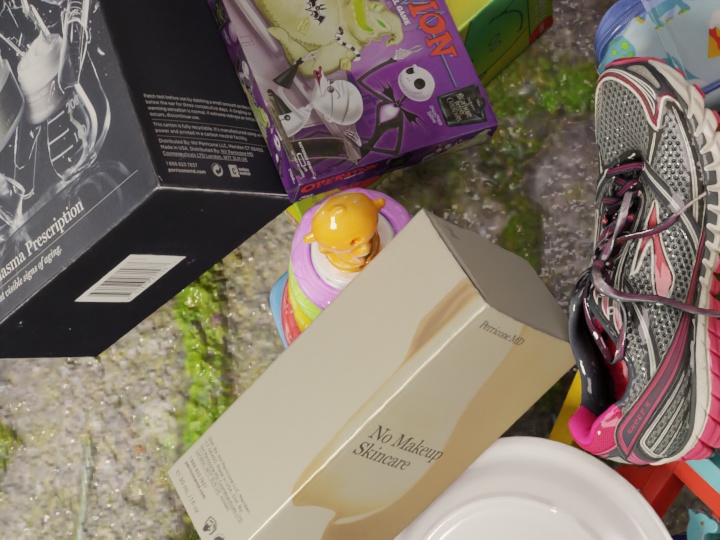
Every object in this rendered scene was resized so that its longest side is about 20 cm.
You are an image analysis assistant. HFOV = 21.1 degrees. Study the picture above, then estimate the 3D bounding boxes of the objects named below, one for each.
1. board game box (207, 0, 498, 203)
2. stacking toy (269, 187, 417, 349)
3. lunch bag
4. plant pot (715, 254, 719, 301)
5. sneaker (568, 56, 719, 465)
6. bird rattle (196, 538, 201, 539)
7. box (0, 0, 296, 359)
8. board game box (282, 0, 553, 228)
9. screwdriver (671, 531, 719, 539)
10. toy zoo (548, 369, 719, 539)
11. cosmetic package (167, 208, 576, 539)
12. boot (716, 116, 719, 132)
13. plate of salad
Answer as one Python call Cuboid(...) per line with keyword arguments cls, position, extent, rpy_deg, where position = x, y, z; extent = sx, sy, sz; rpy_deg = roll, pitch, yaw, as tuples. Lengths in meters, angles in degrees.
Cuboid(cls="board game box", position=(-0.018, -0.145, 1.038), extent=(0.119, 0.032, 0.201), rpy_deg=(-17, 73, -22))
Cuboid(cls="stacking toy", position=(0.000, 0.000, 1.025), extent=(0.115, 0.200, 0.110), rpy_deg=(-25, 70, 0))
Cuboid(cls="lunch bag", position=(0.233, -0.120, 1.043), extent=(0.199, 0.161, 0.083), rpy_deg=(-28, 64, 17))
Cuboid(cls="plant pot", position=(0.283, 0.025, 1.004), extent=(0.189, 0.200, 0.201), rpy_deg=(31, 79, 28))
Cuboid(cls="sneaker", position=(0.138, -0.006, 0.946), extent=(0.074, 0.081, 0.202), rpy_deg=(-1, 83, -25))
Cuboid(cls="bird rattle", position=(-0.069, 0.217, 1.025), extent=(0.163, 0.113, 0.200), rpy_deg=(-40, 74, -23))
Cuboid(cls="box", position=(-0.156, -0.074, 1.070), extent=(0.200, 0.104, 0.183), rpy_deg=(-36, 65, 37))
Cuboid(cls="board game box", position=(0.024, -0.112, 1.110), extent=(0.200, 0.102, 0.048), rpy_deg=(-43, 74, -7))
Cuboid(cls="screwdriver", position=(0.190, 0.137, 1.000), extent=(0.199, 0.029, 0.028), rpy_deg=(-24, 63, 32))
Cuboid(cls="toy zoo", position=(0.169, 0.095, 0.990), extent=(0.200, 0.020, 0.132), rpy_deg=(45, 111, 39))
Cuboid(cls="cosmetic package", position=(0.008, 0.072, 0.987), extent=(0.200, 0.105, 0.071), rpy_deg=(-46, 53, 18))
Cuboid(cls="boot", position=(0.215, -0.104, 0.928), extent=(0.107, 0.075, 0.202), rpy_deg=(-5, 93, 34))
Cuboid(cls="plate of salad", position=(0.090, 0.188, 1.006), extent=(0.199, 0.048, 0.202), rpy_deg=(-1, 88, 35))
